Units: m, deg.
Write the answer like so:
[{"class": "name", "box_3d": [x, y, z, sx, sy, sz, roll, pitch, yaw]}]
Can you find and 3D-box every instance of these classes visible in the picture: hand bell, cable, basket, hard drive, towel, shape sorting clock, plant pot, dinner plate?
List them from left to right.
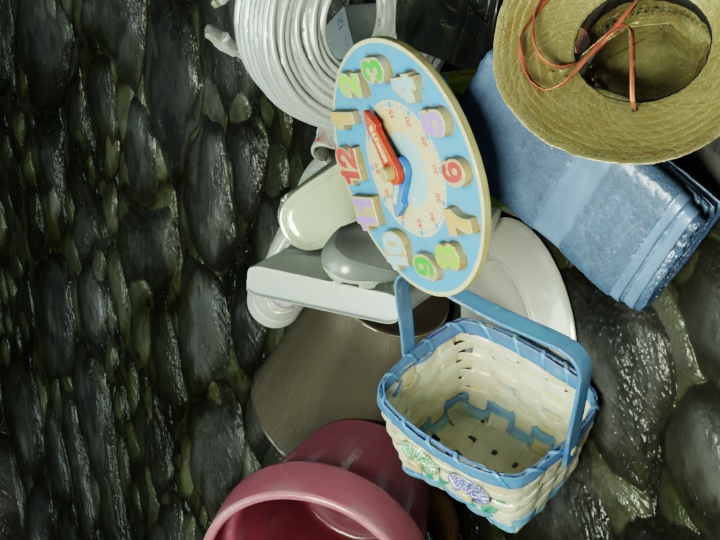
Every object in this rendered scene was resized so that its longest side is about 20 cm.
[{"class": "plant pot", "box_3d": [-0.020, 0.232, 1.785, 0.179, 0.199, 0.201, -58, -21, -57]}, {"class": "cable", "box_3d": [-0.010, -0.219, 1.717, 0.200, 0.200, 0.069, -52, 34, -6]}, {"class": "basket", "box_3d": [0.000, 0.084, 1.877, 0.180, 0.136, 0.200, 47, 138, 21]}, {"class": "hard drive", "box_3d": [0.000, 0.000, 1.715, 0.200, 0.131, 0.027, -32, -49, -68]}, {"class": "shape sorting clock", "box_3d": [0.034, -0.076, 1.494, 0.200, 0.039, 0.201, 48, 149, 42]}, {"class": "hand bell", "box_3d": [0.084, 0.262, 1.816, 0.200, 0.104, 0.104, -110, 24, -52]}, {"class": "basket", "box_3d": [0.104, 0.100, 1.595, 0.176, 0.139, 0.201, 28, 137, 30]}, {"class": "dinner plate", "box_3d": [0.125, 0.055, 1.712, 0.200, 0.024, 0.201, 173, 90, -67]}, {"class": "towel", "box_3d": [0.156, -0.069, 1.446, 0.200, 0.049, 0.112, 41, 126, 12]}]

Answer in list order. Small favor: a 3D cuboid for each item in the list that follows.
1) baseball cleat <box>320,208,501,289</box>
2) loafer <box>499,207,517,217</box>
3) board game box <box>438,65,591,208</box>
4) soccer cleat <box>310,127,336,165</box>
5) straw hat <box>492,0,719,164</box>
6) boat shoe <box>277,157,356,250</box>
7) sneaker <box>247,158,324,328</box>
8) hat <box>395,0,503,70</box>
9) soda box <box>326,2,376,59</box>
[{"class": "baseball cleat", "box_3d": [0.047, -0.053, 1.642, 0.070, 0.200, 0.107, 36, 127, 26]}, {"class": "loafer", "box_3d": [0.134, -0.131, 1.575, 0.076, 0.068, 0.201, -174, 77, -65]}, {"class": "board game box", "box_3d": [0.111, -0.102, 1.522, 0.199, 0.048, 0.102, -3, 107, 34]}, {"class": "soccer cleat", "box_3d": [-0.011, -0.140, 1.883, 0.069, 0.085, 0.201, 136, 123, -62]}, {"class": "straw hat", "box_3d": [0.199, -0.148, 1.385, 0.085, 0.200, 0.202, 39, -152, -62]}, {"class": "boat shoe", "box_3d": [0.019, -0.084, 1.722, 0.072, 0.201, 0.060, 61, 177, -9]}, {"class": "sneaker", "box_3d": [-0.037, -0.039, 1.907, 0.201, 0.075, 0.100, -65, 7, -18]}, {"class": "hat", "box_3d": [0.071, -0.221, 1.607, 0.201, 0.081, 0.202, -172, 90, -84]}, {"class": "soda box", "box_3d": [0.024, -0.140, 1.825, 0.063, 0.068, 0.201, 144, 116, -64]}]
